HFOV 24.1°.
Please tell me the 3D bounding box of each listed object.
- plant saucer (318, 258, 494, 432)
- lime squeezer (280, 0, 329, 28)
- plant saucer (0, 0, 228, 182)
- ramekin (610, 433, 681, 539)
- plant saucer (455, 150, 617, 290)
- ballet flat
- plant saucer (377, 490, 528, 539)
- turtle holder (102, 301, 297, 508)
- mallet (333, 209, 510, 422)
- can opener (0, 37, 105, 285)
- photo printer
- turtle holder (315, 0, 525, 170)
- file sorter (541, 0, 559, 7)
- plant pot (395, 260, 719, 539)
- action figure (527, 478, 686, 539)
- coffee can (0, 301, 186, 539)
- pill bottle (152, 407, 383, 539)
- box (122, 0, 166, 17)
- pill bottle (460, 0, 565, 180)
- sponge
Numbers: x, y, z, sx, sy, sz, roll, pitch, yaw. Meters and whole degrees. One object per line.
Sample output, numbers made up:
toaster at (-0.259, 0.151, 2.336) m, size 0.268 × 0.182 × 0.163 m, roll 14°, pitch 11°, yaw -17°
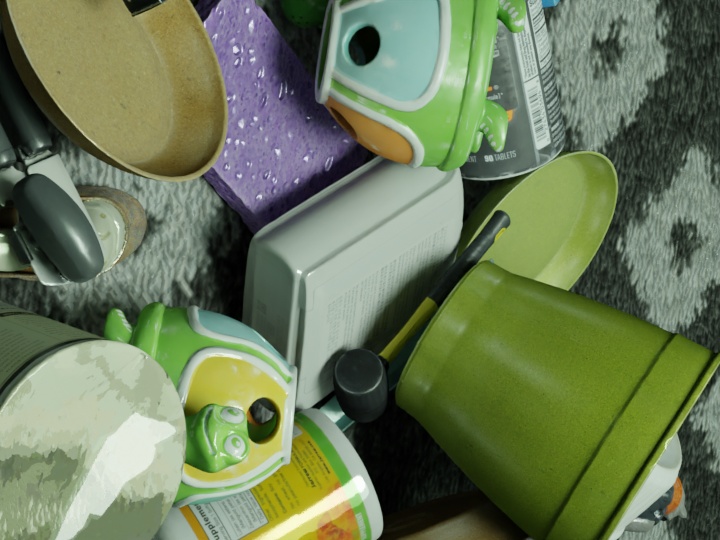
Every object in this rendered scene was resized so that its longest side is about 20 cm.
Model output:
plant saucer at (0.036, 0.069, 1.351) m, size 0.200 × 0.019 × 0.070 m, roll -40°, pitch 166°, yaw -13°
lime squeezer at (-0.028, -0.216, 1.271) m, size 0.199 × 0.038 × 0.071 m, roll -4°, pitch 72°, yaw -44°
plant saucer at (-0.165, -0.141, 1.088) m, size 0.200 × 0.035 × 0.201 m, roll 38°, pitch 38°, yaw -37°
ramekin at (0.189, 0.126, 1.432) m, size 0.094 × 0.203 × 0.202 m, roll -36°, pitch 140°, yaw 22°
plant saucer at (0.138, -0.024, 1.439) m, size 0.199 × 0.031 × 0.201 m, roll -31°, pitch 145°, yaw -25°
ballet flat at (-0.207, -0.018, 1.107) m, size 0.199 × 0.067 × 0.069 m, roll -7°, pitch 109°, yaw -45°
plant saucer at (0.041, 0.215, 1.333) m, size 0.200 × 0.200 × 0.036 m, roll -20°, pitch 91°, yaw -41°
turtle holder at (-0.109, 0.086, 1.134) m, size 0.186 × 0.131 × 0.142 m, roll 102°, pitch -7°, yaw -67°
mallet at (0.050, 0.035, 1.295) m, size 0.200 × 0.041 × 0.066 m, roll -46°, pitch 160°, yaw -24°
can opener at (-0.210, -0.085, 1.039) m, size 0.053 × 0.067 × 0.201 m, roll -29°, pitch 97°, yaw -37°
photo printer at (0.000, 0.000, 1.288) m, size 0.200 × 0.069 × 0.167 m, roll -34°, pitch 147°, yaw -34°
turtle holder at (0.041, -0.168, 1.207) m, size 0.131 × 0.141 × 0.187 m, roll 8°, pitch 112°, yaw -7°
file sorter at (0.216, -0.321, 1.375) m, size 0.200 × 0.122 × 0.140 m, roll -56°, pitch 138°, yaw -53°
plant pot at (0.137, 0.095, 1.259) m, size 0.201 × 0.192 × 0.201 m, roll -53°, pitch 167°, yaw -18°
action figure at (0.233, 0.231, 1.596) m, size 0.192 × 0.104 × 0.202 m, roll 2°, pitch 96°, yaw -35°
coffee can at (-0.223, 0.093, 1.024) m, size 0.146 × 0.199 × 0.147 m, roll -13°, pitch 109°, yaw -42°
pill bottle at (-0.093, 0.193, 1.226) m, size 0.199 × 0.111 × 0.112 m, roll -28°, pitch 120°, yaw -18°
box at (-0.132, -0.291, 1.091) m, size 0.159 × 0.046 × 0.201 m, roll -40°, pitch 109°, yaw -31°
pill bottle at (0.097, -0.183, 1.347) m, size 0.106 × 0.106 × 0.201 m, roll -34°, pitch 122°, yaw -35°
sponge at (-0.077, -0.108, 1.244) m, size 0.112 × 0.030 × 0.200 m, roll -56°, pitch 133°, yaw -19°
